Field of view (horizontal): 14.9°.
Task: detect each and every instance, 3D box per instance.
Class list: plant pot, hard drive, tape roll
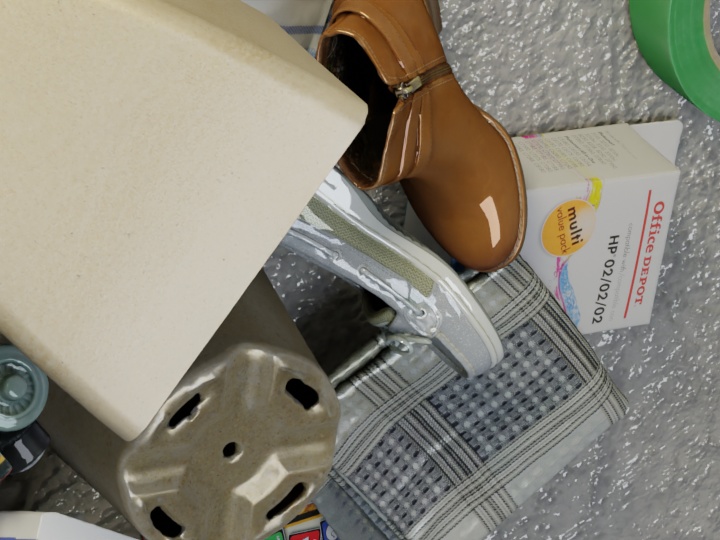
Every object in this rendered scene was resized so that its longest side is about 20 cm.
[{"bbox_3d":[-0.109,0.057,1.556,0.200,0.183,0.201,-16,126,-23],"label":"plant pot"},{"bbox_3d":[-0.146,-0.071,1.364,0.177,0.200,0.200,34,96,-25],"label":"plant pot"},{"bbox_3d":[-0.193,0.163,1.573,0.132,0.200,0.025,24,71,-40],"label":"hard drive"},{"bbox_3d":[0.263,-0.188,1.724,0.200,0.048,0.201,-16,127,-23],"label":"tape roll"}]

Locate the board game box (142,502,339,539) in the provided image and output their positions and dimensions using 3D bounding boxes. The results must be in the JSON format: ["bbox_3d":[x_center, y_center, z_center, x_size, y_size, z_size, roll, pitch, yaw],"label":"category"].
[{"bbox_3d":[-0.040,0.196,1.781,0.199,0.046,0.152,-16,126,-23],"label":"board game box"}]

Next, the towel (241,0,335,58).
[{"bbox_3d":[-0.066,-0.133,1.529,0.147,0.024,0.201,-8,120,-53],"label":"towel"}]

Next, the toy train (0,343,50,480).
[{"bbox_3d":[-0.250,0.045,1.432,0.114,0.085,0.200,-46,110,-22],"label":"toy train"}]

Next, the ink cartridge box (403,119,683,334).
[{"bbox_3d":[0.127,-0.022,1.730,0.199,0.068,0.116,-9,124,-27],"label":"ink cartridge box"}]

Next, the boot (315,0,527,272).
[{"bbox_3d":[0.033,-0.071,1.551,0.076,0.155,0.201,-10,107,16],"label":"boot"}]

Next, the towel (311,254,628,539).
[{"bbox_3d":[0.056,0.097,1.705,0.200,0.035,0.193,-38,136,1],"label":"towel"}]

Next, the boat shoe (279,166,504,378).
[{"bbox_3d":[0.000,0.000,1.578,0.202,0.074,0.065,42,82,-26],"label":"boat shoe"}]
